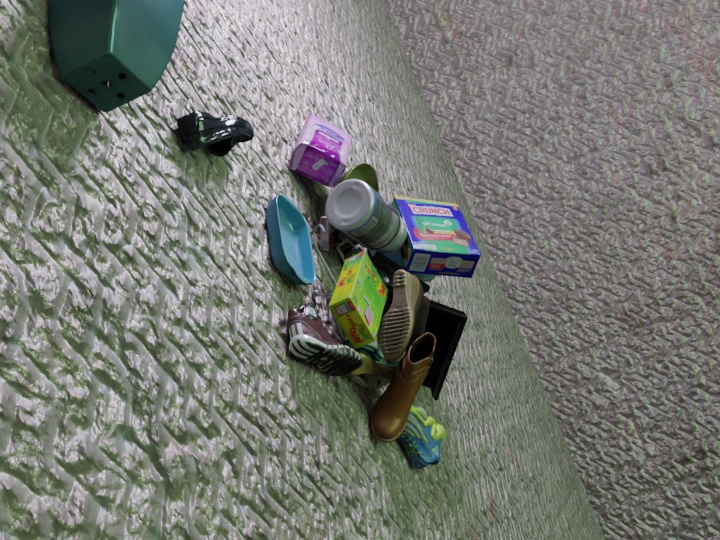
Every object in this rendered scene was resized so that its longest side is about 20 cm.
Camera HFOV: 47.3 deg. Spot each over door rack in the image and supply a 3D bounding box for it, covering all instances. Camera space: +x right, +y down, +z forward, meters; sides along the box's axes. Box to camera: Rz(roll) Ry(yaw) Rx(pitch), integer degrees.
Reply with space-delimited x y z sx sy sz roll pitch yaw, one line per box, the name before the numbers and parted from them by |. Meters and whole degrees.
over door rack | -0.046 0.021 1.681 0.148 0.066 0.201 22 47 -64

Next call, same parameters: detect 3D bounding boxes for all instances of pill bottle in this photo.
pill bottle | 0.019 -0.110 1.776 0.200 0.114 0.114 32 37 -58

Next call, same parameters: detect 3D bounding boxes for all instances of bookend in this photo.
bookend | 0.113 0.158 1.853 0.199 0.199 0.092 20 6 1

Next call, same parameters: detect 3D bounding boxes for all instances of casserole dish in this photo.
casserole dish | -0.136 -0.054 1.572 0.121 0.039 0.201 44 29 -50

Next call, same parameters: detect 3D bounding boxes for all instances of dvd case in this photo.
dvd case | 0.084 0.013 1.894 0.142 0.018 0.200 34 -8 -1

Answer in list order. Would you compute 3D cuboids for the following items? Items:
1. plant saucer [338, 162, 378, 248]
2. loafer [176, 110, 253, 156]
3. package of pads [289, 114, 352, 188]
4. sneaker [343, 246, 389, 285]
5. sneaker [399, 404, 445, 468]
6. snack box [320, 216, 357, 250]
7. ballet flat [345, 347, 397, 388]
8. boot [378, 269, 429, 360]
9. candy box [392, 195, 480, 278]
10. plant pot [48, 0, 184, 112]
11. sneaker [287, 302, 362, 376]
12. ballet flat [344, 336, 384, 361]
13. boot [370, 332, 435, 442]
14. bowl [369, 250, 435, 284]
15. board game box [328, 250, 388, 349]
plant saucer | -0.019 -0.151 1.892 0.200 0.031 0.201 -39 138 -48
loafer | -0.249 -0.233 1.443 0.200 0.068 0.071 -14 88 -67
package of pads | -0.087 -0.273 1.865 0.120 0.076 0.200 25 28 -9
sneaker | 0.000 0.000 1.817 0.116 0.075 0.200 56 -3 -3
sneaker | 0.118 0.351 1.718 0.200 0.076 0.105 33 47 -41
snack box | -0.028 -0.092 1.836 0.200 0.024 0.072 -16 109 -60
ballet flat | 0.017 0.207 1.662 0.200 0.068 0.063 33 64 -55
boot | 0.103 0.112 1.692 0.166 0.072 0.201 49 45 -55
candy box | 0.168 -0.080 1.913 0.168 0.077 0.200 5 39 -19
plant pot | -0.352 -0.338 1.176 0.141 0.141 0.201 42 37 -51
sneaker | -0.067 0.116 1.496 0.200 0.076 0.116 36 31 -55
ballet flat | 0.015 0.136 1.661 0.200 0.069 0.070 51 20 -71
boot | 0.090 0.227 1.607 0.077 0.155 0.200 31 51 9
bowl | 0.120 -0.023 2.057 0.201 0.200 0.105 -16 103 -72
board game box | -0.001 0.053 1.590 0.102 0.047 0.200 60 21 -19
